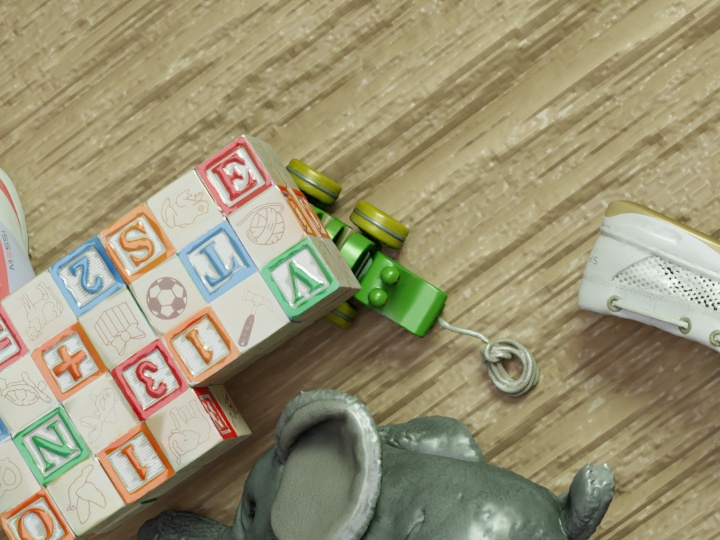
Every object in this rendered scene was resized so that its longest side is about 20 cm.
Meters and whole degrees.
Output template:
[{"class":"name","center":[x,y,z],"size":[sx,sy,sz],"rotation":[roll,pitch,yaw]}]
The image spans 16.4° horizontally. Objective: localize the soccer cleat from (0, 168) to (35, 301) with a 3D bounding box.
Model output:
[{"class":"soccer cleat","center":[-0.184,0.033,1.264],"size":[0.068,0.073,0.201],"rotation":[-23,79,11]}]

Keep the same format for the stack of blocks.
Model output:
[{"class":"stack of blocks","center":[-0.100,0.039,1.191],"size":[0.200,0.059,0.115],"rotation":[-34,83,7]}]

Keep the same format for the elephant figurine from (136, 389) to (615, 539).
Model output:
[{"class":"elephant figurine","center":[0.000,0.118,1.189],"size":[0.155,0.142,0.200],"rotation":[-35,58,-20]}]

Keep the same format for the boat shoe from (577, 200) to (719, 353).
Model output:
[{"class":"boat shoe","center":[0.195,0.036,1.173],"size":[0.199,0.071,0.070],"rotation":[26,95,22]}]

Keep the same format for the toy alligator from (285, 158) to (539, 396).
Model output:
[{"class":"toy alligator","center":[0.000,0.000,1.230],"size":[0.200,0.054,0.059],"rotation":[33,93,15]}]
